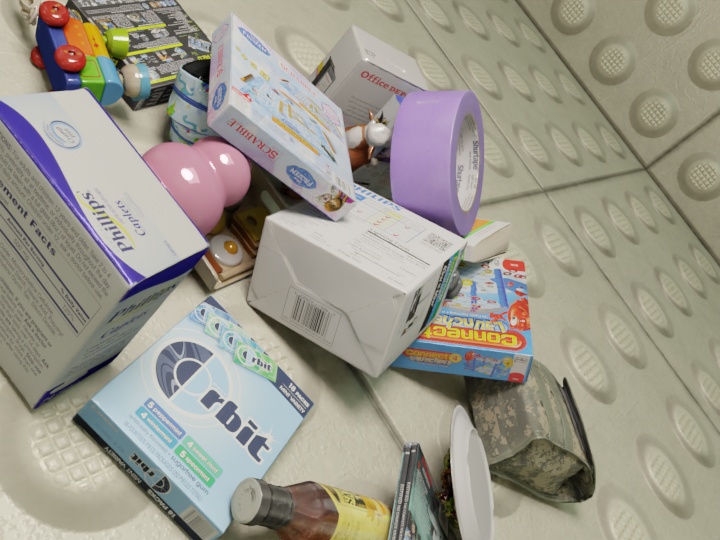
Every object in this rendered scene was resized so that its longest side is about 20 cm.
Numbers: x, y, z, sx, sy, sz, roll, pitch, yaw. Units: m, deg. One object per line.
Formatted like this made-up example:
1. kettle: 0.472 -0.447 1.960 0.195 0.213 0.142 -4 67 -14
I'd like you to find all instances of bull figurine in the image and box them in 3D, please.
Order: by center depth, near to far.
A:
1. bull figurine: -0.025 -0.162 1.046 0.066 0.199 0.121 67 20 6

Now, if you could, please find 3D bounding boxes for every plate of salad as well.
1. plate of salad: 0.126 0.267 0.881 0.200 0.048 0.202 -10 90 -73

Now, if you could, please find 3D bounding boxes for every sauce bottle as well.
1. sauce bottle: -0.040 0.243 0.711 0.200 0.066 0.066 34 34 -45

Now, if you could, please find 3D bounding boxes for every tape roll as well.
1. tape roll: 0.113 -0.151 1.025 0.200 0.084 0.202 4 90 -68

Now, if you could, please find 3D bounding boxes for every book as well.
1. book: 0.114 -0.057 1.118 0.199 0.049 0.133 14 19 32

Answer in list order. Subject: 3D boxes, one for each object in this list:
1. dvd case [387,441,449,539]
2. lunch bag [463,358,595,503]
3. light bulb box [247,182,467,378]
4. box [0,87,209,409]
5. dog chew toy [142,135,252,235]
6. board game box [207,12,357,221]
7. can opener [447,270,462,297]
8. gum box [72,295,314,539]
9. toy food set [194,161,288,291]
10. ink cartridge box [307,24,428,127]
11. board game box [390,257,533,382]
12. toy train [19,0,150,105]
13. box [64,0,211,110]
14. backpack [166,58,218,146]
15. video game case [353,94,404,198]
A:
1. dvd case: 0.062 0.308 0.769 0.201 0.022 0.147 -72 148 -51
2. lunch bag: 0.263 0.229 1.052 0.199 0.117 0.165 32 34 -31
3. light bulb box: 0.000 0.000 0.911 0.197 0.126 0.200 29 30 18
4. box: -0.260 -0.019 0.625 0.184 0.200 0.105 51 33 4
5. dog chew toy: -0.204 -0.077 0.771 0.199 0.125 0.125 -32 81 -25
6. board game box: -0.093 -0.184 0.867 0.200 0.041 0.201 36 31 -35
7. can opener: 0.053 -0.012 1.045 0.199 0.067 0.053 26 -11 25
8. gum box: -0.155 0.141 0.728 0.170 0.045 0.200 47 33 -4
9. toy food set: -0.161 -0.068 0.912 0.144 0.060 0.200 53 34 6
10. ink cartridge box: -0.012 -0.265 1.147 0.147 0.200 0.086 15 46 -40
11. board game box: 0.141 0.058 1.042 0.198 0.056 0.197 6 41 2
12. toy train: -0.339 -0.286 0.884 0.115 0.085 0.201 -9 63 -38
13. box: -0.295 -0.317 1.019 0.160 0.044 0.200 49 34 -1
14. backpack: -0.170 -0.220 0.976 0.162 0.155 0.200 33 9 9
15. video game case: 0.069 -0.194 1.187 0.199 0.181 0.046 1 55 -48
